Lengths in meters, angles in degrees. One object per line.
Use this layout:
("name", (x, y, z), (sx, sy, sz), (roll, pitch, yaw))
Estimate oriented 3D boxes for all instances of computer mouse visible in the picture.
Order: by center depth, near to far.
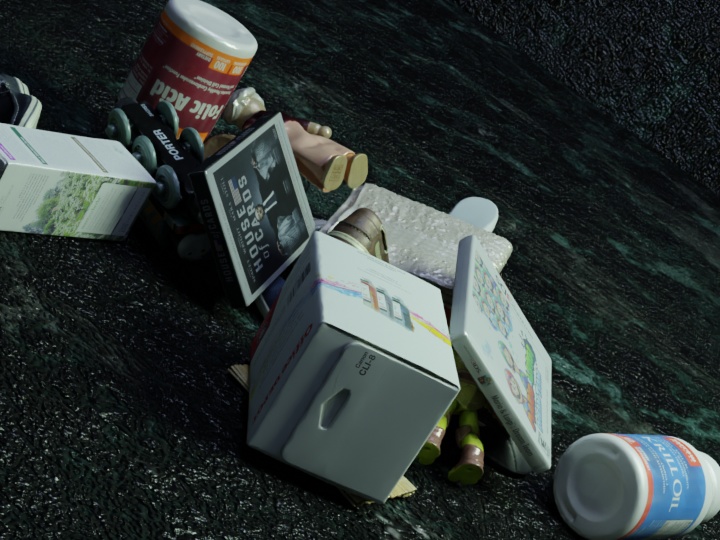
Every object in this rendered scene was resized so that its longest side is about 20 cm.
("computer mouse", (0.099, 0.143, 1.685), (0.200, 0.046, 0.140), (41, 20, 24))

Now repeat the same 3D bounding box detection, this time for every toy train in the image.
("toy train", (-0.211, -0.099, 1.697), (0.085, 0.114, 0.200), (-16, 48, -33))

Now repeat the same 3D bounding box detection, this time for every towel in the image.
("towel", (0.061, -0.029, 1.769), (0.200, 0.034, 0.133), (22, 40, 13))

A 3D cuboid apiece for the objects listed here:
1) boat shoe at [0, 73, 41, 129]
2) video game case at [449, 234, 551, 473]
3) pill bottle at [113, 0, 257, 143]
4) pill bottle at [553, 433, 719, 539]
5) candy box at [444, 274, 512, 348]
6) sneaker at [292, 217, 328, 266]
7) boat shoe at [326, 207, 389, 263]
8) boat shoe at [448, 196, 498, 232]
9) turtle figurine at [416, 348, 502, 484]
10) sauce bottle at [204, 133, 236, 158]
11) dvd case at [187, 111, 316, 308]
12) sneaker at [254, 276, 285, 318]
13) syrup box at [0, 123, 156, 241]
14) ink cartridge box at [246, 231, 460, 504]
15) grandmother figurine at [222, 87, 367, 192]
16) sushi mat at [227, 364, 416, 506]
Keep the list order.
("boat shoe", (-0.377, -0.164, 1.661), (0.062, 0.075, 0.200), (19, 14, -25))
("video game case", (0.147, 0.082, 1.633), (0.182, 0.024, 0.200), (57, 21, -23))
("pill bottle", (-0.211, -0.200, 1.809), (0.114, 0.200, 0.114), (27, 20, -11))
("pill bottle", (0.304, 0.230, 1.687), (0.200, 0.112, 0.112), (7, 31, -49))
("candy box", (0.135, 0.066, 1.851), (0.117, 0.056, 0.200), (59, 21, 1))
("sneaker", (-0.077, -0.047, 1.832), (0.200, 0.076, 0.088), (20, 23, -31))
("boat shoe", (0.005, 0.003, 1.685), (0.075, 0.075, 0.202), (27, -23, 14))
("boat shoe", (0.094, -0.013, 1.839), (0.070, 0.066, 0.200), (24, 42, 17))
("turtle figurine", (0.108, 0.132, 1.608), (0.200, 0.064, 0.161), (38, 46, -30))
("sauce bottle", (-0.129, -0.118, 1.896), (0.066, 0.066, 0.200), (38, 7, 16))
("dvd case", (-0.109, -0.067, 1.670), (0.025, 0.150, 0.200), (-8, 19, 24))
("sneaker", (-0.031, 0.050, 1.655), (0.200, 0.085, 0.075), (43, 23, 30))
("syrup box", (-0.309, -0.087, 1.574), (0.200, 0.079, 0.081), (5, 33, -51))
("ink cartridge box", (-0.011, 0.087, 1.467), (0.145, 0.145, 0.200), (26, 22, -13))
("grandmother figurine", (-0.089, -0.155, 1.842), (0.200, 0.061, 0.121), (34, 19, 34))
("sushi mat", (-0.038, 0.152, 1.507), (0.200, 0.012, 0.096), (43, 23, 30))
